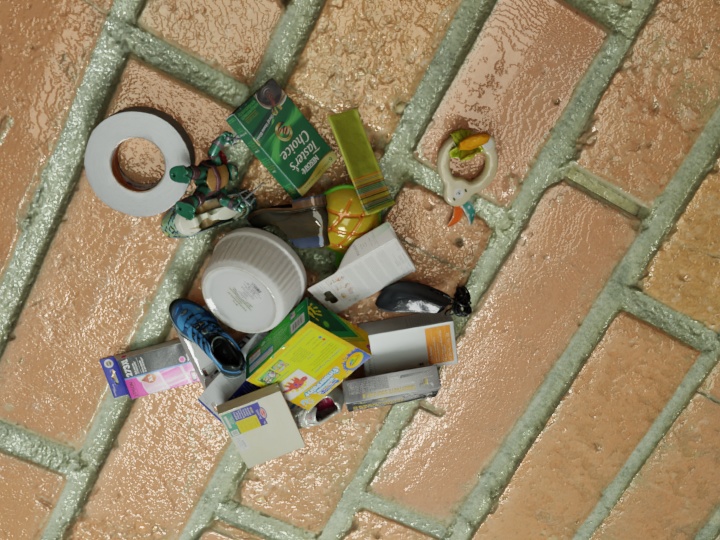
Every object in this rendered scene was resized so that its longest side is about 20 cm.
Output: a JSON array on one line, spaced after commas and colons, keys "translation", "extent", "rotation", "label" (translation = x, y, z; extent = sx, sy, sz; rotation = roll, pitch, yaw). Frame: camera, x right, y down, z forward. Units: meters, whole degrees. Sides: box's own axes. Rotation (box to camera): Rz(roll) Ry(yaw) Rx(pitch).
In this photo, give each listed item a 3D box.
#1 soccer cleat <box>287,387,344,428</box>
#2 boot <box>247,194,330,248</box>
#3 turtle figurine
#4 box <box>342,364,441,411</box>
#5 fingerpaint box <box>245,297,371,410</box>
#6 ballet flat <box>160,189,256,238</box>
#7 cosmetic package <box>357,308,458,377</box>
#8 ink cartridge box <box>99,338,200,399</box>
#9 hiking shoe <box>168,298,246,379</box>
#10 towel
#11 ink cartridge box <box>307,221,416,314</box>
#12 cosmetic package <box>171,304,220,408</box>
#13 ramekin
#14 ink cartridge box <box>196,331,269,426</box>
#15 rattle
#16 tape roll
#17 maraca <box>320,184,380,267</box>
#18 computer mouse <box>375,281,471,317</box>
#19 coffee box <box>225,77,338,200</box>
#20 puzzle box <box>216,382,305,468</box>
[{"translation": [-0.127, 0.305, 1.667], "extent": [0.199, 0.086, 0.070], "rotation": [-24, 109, 6], "label": "soccer cleat"}, {"translation": [-0.139, -0.081, 1.495], "extent": [0.199, 0.074, 0.098], "rotation": [-10, 94, 41], "label": "boot"}, {"translation": [-0.269, -0.173, 1.460], "extent": [0.100, 0.200, 0.151], "rotation": [-12, 104, 36], "label": "turtle figurine"}, {"translation": [0.064, 0.249, 1.630], "extent": [0.198, 0.159, 0.049], "rotation": [-10, 74, -2], "label": "box"}, {"translation": [-0.105, 0.170, 1.560], "extent": [0.166, 0.074, 0.200], "rotation": [31, 119, -30], "label": "fingerpaint box"}, {"translation": [-0.302, -0.109, 1.523], "extent": [0.199, 0.074, 0.075], "rotation": [-21, 109, 3], "label": "ballet flat"}, {"translation": [0.099, 0.154, 1.643], "extent": [0.198, 0.071, 0.102], "rotation": [-10, 109, 0], "label": "cosmetic package"}, {"translation": [-0.443, 0.210, 1.639], "extent": [0.198, 0.037, 0.095], "rotation": [-14, 109, 2], "label": "ink cartridge box"}, {"translation": [-0.293, 0.124, 1.521], "extent": [0.200, 0.087, 0.074], "rotation": [44, 68, -2], "label": "hiking shoe"}, {"translation": [0.002, -0.208, 1.488], "extent": [0.018, 0.086, 0.201], "rotation": [-17, 97, 42], "label": "towel"}, {"translation": [0.000, 0.000, 1.548], "extent": [0.199, 0.050, 0.161], "rotation": [-28, 152, 6], "label": "ink cartridge box"}, {"translation": [-0.308, 0.180, 1.615], "extent": [0.082, 0.051, 0.201], "rotation": [-31, 112, -25], "label": "cosmetic package"}, {"translation": [-0.215, 0.027, 1.515], "extent": [0.199, 0.105, 0.201], "rotation": [11, 128, 15], "label": "ramekin"}, {"translation": [-0.244, 0.216, 1.606], "extent": [0.200, 0.039, 0.100], "rotation": [-48, 118, -17], "label": "ink cartridge box"}, {"translation": [0.215, -0.167, 1.513], "extent": [0.129, 0.143, 0.202], "rotation": [7, 103, -26], "label": "rattle"}, {"translation": [-0.418, -0.207, 1.482], "extent": [0.198, 0.066, 0.202], "rotation": [-1, 108, -5], "label": "tape roll"}, {"translation": [-0.021, -0.083, 1.538], "extent": [0.136, 0.107, 0.201], "rotation": [-20, 127, 5], "label": "maraca"}, {"translation": [0.128, 0.050, 1.593], "extent": [0.198, 0.139, 0.053], "rotation": [0, 107, 8], "label": "computer mouse"}, {"translation": [-0.145, -0.247, 1.470], "extent": [0.200, 0.044, 0.123], "rotation": [51, 61, -17], "label": "coffee box"}, {"translation": [-0.200, 0.320, 1.597], "extent": [0.132, 0.025, 0.201], "rotation": [-20, 133, -4], "label": "puzzle box"}]
